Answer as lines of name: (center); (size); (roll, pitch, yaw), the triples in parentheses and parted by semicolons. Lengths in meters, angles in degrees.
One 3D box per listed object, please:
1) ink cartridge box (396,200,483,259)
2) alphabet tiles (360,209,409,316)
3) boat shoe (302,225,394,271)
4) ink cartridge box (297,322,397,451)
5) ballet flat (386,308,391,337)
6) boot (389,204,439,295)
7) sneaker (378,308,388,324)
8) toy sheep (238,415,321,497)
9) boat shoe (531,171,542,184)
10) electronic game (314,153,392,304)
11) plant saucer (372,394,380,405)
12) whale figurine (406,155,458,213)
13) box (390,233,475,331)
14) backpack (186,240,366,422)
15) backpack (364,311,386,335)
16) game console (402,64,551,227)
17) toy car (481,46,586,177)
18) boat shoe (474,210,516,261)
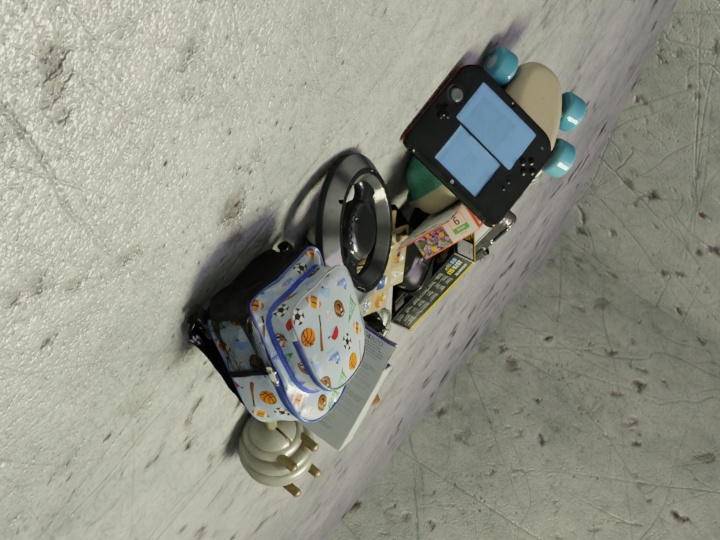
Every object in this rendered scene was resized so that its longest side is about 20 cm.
ink cartridge box: (0.142, -0.070, 1.664); (0.109, 0.050, 0.200); (-30, -172, 31)
alphabet tiles: (0.000, 0.000, 1.604); (0.200, 0.006, 0.167); (-21, 126, -41)
boat shoe: (-0.019, -0.026, 1.493); (0.200, 0.072, 0.060); (-8, 126, -62)
ink cartridge box: (-0.062, 0.111, 1.409); (0.041, 0.200, 0.200); (-39, 160, -55)
ballet flat: (0.015, 0.132, 1.995); (0.200, 0.072, 0.072); (-77, -174, -46)
boot: (0.077, -0.062, 1.751); (0.162, 0.073, 0.198); (38, 66, -58)
sneaker: (-0.034, 0.134, 1.875); (0.200, 0.075, 0.115); (-61, 157, 1)
toy sheep: (-0.133, 0.286, 1.720); (0.138, 0.138, 0.200); (-47, 155, -34)
boat shoe: (0.231, -0.157, 1.835); (0.073, 0.200, 0.062); (-53, 130, -36)
electronic game: (-0.008, -0.053, 1.395); (0.200, 0.042, 0.200); (-10, 102, -64)
plant saucer: (-0.063, 0.257, 1.921); (0.200, 0.032, 0.200); (-19, 175, -2)
whale figurine: (0.134, -0.164, 1.698); (0.159, 0.104, 0.200); (-32, -174, 14)
box: (0.127, -0.013, 1.882); (0.200, 0.049, 0.160); (-50, -156, 36)
backpack: (-0.080, 0.084, 1.275); (0.200, 0.154, 0.191); (-42, 127, -45)
backpack: (-0.057, 0.155, 1.692); (0.200, 0.127, 0.167); (-47, 155, -36)
game console: (0.181, -0.191, 1.599); (0.177, 0.200, 0.031); (-52, -166, -19)
toy car: (0.235, -0.240, 1.769); (0.200, 0.184, 0.177); (-20, -131, 56)
boat shoe: (0.206, -0.048, 1.899); (0.200, 0.066, 0.070); (-51, -158, 37)
